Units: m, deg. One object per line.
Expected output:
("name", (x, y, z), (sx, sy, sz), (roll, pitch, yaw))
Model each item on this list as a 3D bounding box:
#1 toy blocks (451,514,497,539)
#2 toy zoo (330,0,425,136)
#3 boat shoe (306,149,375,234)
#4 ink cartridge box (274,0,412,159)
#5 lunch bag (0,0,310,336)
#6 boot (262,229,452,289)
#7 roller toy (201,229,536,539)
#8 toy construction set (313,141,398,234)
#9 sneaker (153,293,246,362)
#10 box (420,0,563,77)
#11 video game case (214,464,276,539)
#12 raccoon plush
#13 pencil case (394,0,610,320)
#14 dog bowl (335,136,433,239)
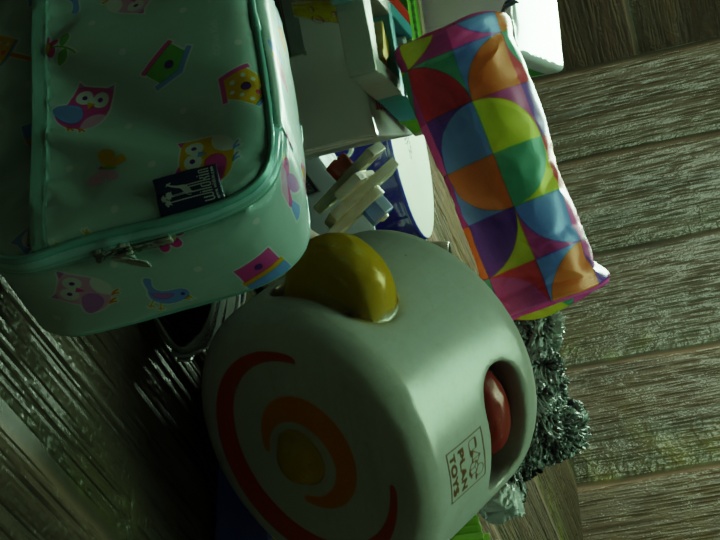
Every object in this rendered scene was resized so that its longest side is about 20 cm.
("toy blocks", (0.053, 0.160, 1.209), (0.200, 0.098, 0.139), (97, -15, -75))
("toy zoo", (0.012, -0.174, 0.990), (0.200, 0.020, 0.133), (28, 53, -72))
("boat shoe", (-0.045, -0.087, 1.237), (0.202, 0.074, 0.087), (53, 24, -43))
("ink cartridge box", (-0.061, -0.176, 1.048), (0.147, 0.144, 0.203), (-25, 104, -77))
("lunch bag", (-0.110, -0.070, 0.728), (0.077, 0.158, 0.202), (70, 9, -53))
("boot", (0.000, 0.000, 1.168), (0.071, 0.144, 0.202), (-86, 160, -50))
("roller toy", (0.002, 0.081, 0.895), (0.183, 0.200, 0.139), (51, 47, 5))
("toy construction set", (0.017, 0.021, 1.006), (0.091, 0.131, 0.201), (-20, 72, -40))
("sneaker", (-0.109, -0.042, 0.881), (0.082, 0.074, 0.202), (-79, 155, -63))
("box", (0.041, -0.242, 1.183), (0.171, 0.196, 0.203), (-5, 87, -70))
("video game case", (-0.035, 0.156, 1.047), (0.182, 0.045, 0.202), (51, 29, -44))
("raccoon plush", (0.120, 0.082, 1.122), (0.200, 0.095, 0.136), (-81, 161, -73))
("pencil case", (0.090, -0.068, 0.957), (0.088, 0.087, 0.203), (-9, 79, -77))
("dog bowl", (0.011, -0.121, 1.476), (0.200, 0.078, 0.203), (-11, 90, -77))
